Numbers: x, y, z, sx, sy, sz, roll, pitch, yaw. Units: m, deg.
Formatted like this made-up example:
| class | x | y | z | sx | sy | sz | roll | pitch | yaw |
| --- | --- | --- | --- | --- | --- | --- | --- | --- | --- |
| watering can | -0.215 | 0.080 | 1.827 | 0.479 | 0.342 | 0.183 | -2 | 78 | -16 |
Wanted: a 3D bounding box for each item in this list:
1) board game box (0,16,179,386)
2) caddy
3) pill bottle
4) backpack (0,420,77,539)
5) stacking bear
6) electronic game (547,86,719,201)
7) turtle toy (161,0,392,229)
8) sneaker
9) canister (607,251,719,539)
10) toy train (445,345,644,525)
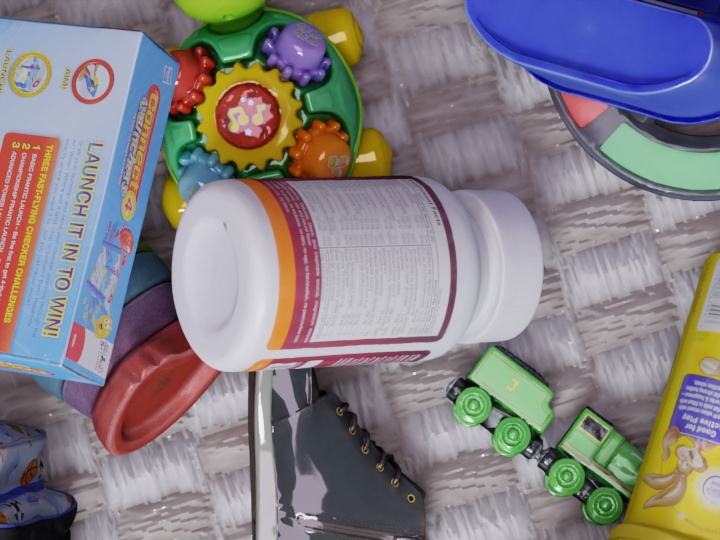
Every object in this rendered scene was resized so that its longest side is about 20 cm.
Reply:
| class | x | y | z | sx | sy | sz | roll | pitch | yaw |
| --- | --- | --- | --- | --- | --- | --- | --- | --- | --- |
| board game box | -0.222 | -0.046 | 1.549 | 0.195 | 0.056 | 0.201 | 8 | 77 | 22 |
| caddy | 0.158 | -0.165 | 1.535 | 0.199 | 0.105 | 0.142 | 19 | 93 | 28 |
| pill bottle | 0.000 | 0.000 | 1.548 | 0.199 | 0.109 | 0.110 | -2 | 91 | -32 |
| backpack | -0.276 | 0.157 | 1.582 | 0.189 | 0.200 | 0.155 | -1 | 86 | 11 |
| stacking bear | -0.179 | 0.005 | 1.607 | 0.200 | 0.121 | 0.114 | 44 | 136 | 14 |
| electronic game | 0.207 | -0.142 | 1.601 | 0.198 | 0.042 | 0.202 | 0 | 92 | 5 |
| turtle toy | -0.068 | -0.113 | 1.595 | 0.145 | 0.101 | 0.201 | -14 | 90 | 5 |
| sneaker | -0.014 | 0.099 | 1.618 | 0.105 | 0.075 | 0.202 | -1 | 93 | -6 |
| canister | 0.240 | 0.104 | 1.561 | 0.148 | 0.087 | 0.201 | 19 | 78 | 1 |
| toy train | 0.141 | 0.118 | 1.615 | 0.200 | 0.042 | 0.057 | 37 | 83 | 3 |
